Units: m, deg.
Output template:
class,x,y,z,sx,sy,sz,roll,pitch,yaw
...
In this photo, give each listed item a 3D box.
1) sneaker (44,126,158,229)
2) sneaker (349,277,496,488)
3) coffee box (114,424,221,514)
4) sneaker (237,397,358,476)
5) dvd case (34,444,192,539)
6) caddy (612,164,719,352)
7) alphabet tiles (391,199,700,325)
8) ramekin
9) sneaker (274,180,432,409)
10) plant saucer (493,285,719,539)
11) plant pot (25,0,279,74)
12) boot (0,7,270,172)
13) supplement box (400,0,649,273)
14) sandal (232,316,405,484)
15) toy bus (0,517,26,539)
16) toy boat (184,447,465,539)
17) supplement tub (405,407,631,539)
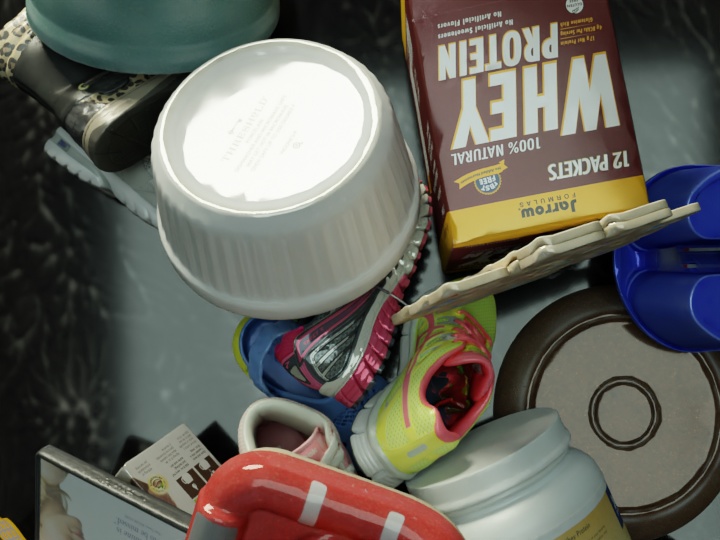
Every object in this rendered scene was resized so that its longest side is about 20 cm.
class,x,y,z,sx,sy,sz,roll,pitch,yaw
sneaker,-0.158,-0.079,0.875,0.198,0.075,0.083,32,88,7
sneaker,0.070,0.073,0.799,0.078,0.090,0.201,44,45,-16
coffee box,-0.113,0.234,0.813,0.200,0.080,0.113,45,122,8
sneaker,-0.022,0.172,0.766,0.075,0.105,0.201,-35,68,-16
dvd case,-0.182,0.239,0.795,0.141,0.018,0.203,19,117,23
caddy,0.289,-0.011,0.821,0.197,0.105,0.144,-1,88,-15
alphabet tiles,0.119,-0.007,0.725,0.193,0.200,0.015,-18,84,-18
ramekin,-0.057,-0.074,0.775,0.199,0.095,0.205,-3,57,5
sneaker,0.000,0.000,0.814,0.074,0.081,0.202,25,53,-7
plant saucer,0.203,0.111,0.852,0.197,0.034,0.204,-1,84,5
plant pot,-0.156,-0.258,0.816,0.197,0.136,0.202,4,42,-3
boot,-0.182,-0.173,0.871,0.150,0.074,0.200,33,56,21
supplement box,0.110,-0.116,0.800,0.130,0.197,0.204,-10,84,2
sandal,-0.019,0.099,0.842,0.198,0.087,0.080,31,85,5
toy bus,-0.323,0.269,0.829,0.065,0.078,0.200,45,98,14
toy boat,-0.021,0.203,0.675,0.197,0.131,0.132,18,105,1
supplement tub,0.126,0.215,0.776,0.143,0.144,0.202,-25,93,1
